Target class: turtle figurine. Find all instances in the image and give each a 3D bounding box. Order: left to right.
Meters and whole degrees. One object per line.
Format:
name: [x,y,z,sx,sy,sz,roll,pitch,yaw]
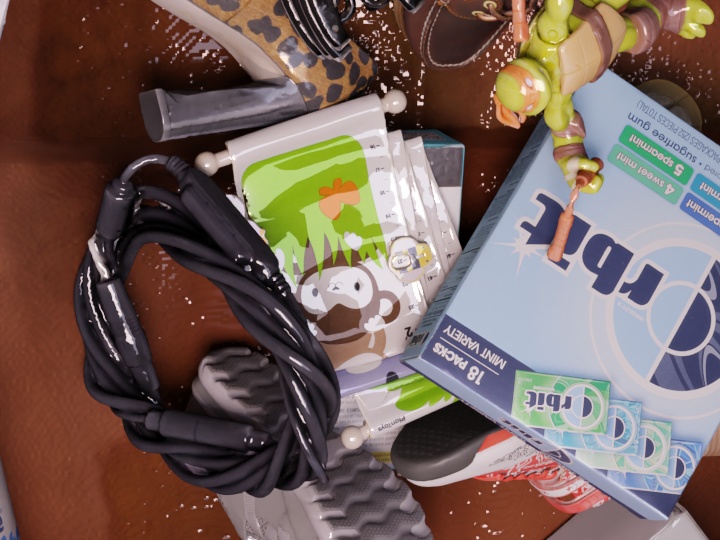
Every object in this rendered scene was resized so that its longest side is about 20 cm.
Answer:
turtle figurine: [0.121,-0.116,0.933,0.161,0.064,0.200,-37,132,-30]

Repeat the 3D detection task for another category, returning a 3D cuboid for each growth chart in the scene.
growth chart: [0.000,0.000,0.991,0.145,0.018,0.200,-28,103,-13]

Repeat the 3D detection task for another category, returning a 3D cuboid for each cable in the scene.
cable: [-0.089,0.047,0.953,0.051,0.200,0.163,-22,155,-50]

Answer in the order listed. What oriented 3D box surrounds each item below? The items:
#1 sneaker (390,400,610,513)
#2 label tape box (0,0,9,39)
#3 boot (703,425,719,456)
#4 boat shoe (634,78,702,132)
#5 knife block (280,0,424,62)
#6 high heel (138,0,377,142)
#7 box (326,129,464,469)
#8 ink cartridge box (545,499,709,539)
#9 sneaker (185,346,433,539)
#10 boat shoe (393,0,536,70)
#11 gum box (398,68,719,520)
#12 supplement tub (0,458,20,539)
sneaker: [0.106,0.110,1.064,0.201,0.067,0.108,-31,119,-37]
label tape box: [-0.235,-0.060,0.894,0.066,0.143,0.200,10,102,-19]
boot: [0.252,0.022,1.115,0.154,0.074,0.200,-10,120,-13]
boat shoe: [0.129,-0.027,1.062,0.072,0.066,0.201,37,89,-4]
knife block: [-0.042,-0.212,0.908,0.064,0.200,0.176,-29,152,-15]
high heel: [-0.061,-0.176,0.970,0.142,0.071,0.200,-12,104,-29]
box: [0.010,0.018,1.046,0.082,0.049,0.200,-2,106,-17]
ink cartridge box: [0.191,0.252,1.153,0.146,0.083,0.200,-40,113,-3]
sneaker: [-0.031,0.136,1.011,0.075,0.200,0.082,-11,140,-45]
boat shoe: [0.072,-0.171,0.946,0.070,0.070,0.200,-16,151,-23]
gum box: [0.145,0.011,0.994,0.170,0.045,0.200,34,78,-8]
supplement tub: [-0.252,0.150,0.957,0.132,0.132,0.200,-14,110,-13]
